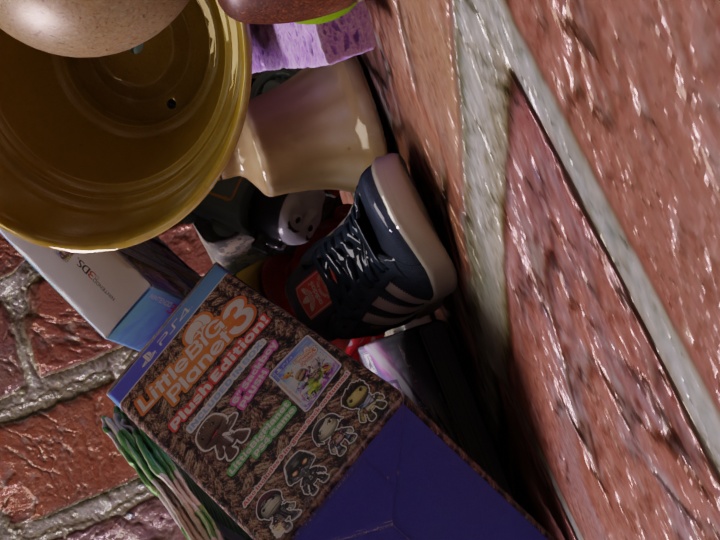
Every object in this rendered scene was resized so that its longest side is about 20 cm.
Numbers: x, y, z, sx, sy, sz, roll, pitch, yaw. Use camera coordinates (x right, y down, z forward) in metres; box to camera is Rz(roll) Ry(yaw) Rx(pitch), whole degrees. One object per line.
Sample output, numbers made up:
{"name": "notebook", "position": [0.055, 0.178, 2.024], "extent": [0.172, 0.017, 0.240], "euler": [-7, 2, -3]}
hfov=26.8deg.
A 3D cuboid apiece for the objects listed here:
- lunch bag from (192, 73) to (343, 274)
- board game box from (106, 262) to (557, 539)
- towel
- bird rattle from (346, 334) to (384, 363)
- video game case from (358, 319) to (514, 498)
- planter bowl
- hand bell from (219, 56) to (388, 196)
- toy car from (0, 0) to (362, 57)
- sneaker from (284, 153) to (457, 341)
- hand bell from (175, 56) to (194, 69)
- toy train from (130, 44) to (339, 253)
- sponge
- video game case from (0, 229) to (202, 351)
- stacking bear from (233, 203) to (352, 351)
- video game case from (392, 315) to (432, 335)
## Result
{"name": "lunch bag", "position": [-0.083, -0.103, 1.118], "extent": [0.164, 0.117, 0.201], "euler": [77, 175, -66]}
{"name": "board game box", "position": [-0.016, 0.106, 0.806], "extent": [0.159, 0.097, 0.200], "euler": [45, 172, -35]}
{"name": "towel", "position": [-0.060, 0.163, 0.875], "extent": [0.200, 0.023, 0.153], "euler": [41, 177, 44]}
{"name": "bird rattle", "position": [0.012, 0.132, 1.183], "extent": [0.163, 0.112, 0.201], "euler": [22, -134, -57]}
{"name": "video game case", "position": [0.048, 0.106, 0.946], "extent": [0.200, 0.019, 0.144], "euler": [147, 101, -79]}
{"name": "planter bowl", "position": [-0.133, -0.115, 0.787], "extent": [0.201, 0.200, 0.083], "euler": [68, -158, -4]}
{"name": "hand bell", "position": [-0.091, -0.056, 0.850], "extent": [0.104, 0.199, 0.105], "euler": [161, 90, -82]}
{"name": "toy car", "position": [-0.099, -0.143, 0.548], "extent": [0.164, 0.199, 0.158], "euler": [118, 130, -84]}
{"name": "sneaker", "position": [0.000, 0.000, 0.823], "extent": [0.200, 0.084, 0.075], "euler": [83, 165, -74]}
{"name": "hand bell", "position": [-0.109, -0.174, 0.909], "extent": [0.200, 0.104, 0.104], "euler": [-102, -5, -51]}
{"name": "toy train", "position": [-0.094, -0.083, 0.972], "extent": [0.199, 0.114, 0.085], "euler": [21, 174, 29]}
{"name": "sponge", "position": [-0.052, -0.154, 0.745], "extent": [0.112, 0.030, 0.200], "euler": [68, 165, -12]}
{"name": "video game case", "position": [-0.164, -0.012, 0.958], "extent": [0.181, 0.045, 0.200], "euler": [41, -179, 20]}
{"name": "stacking bear", "position": [-0.052, 0.038, 1.074], "extent": [0.113, 0.200, 0.122], "euler": [3, -129, -53]}
{"name": "video game case", "position": [0.070, 0.129, 1.041], "extent": [0.182, 0.023, 0.201], "euler": [96, 151, -81]}
